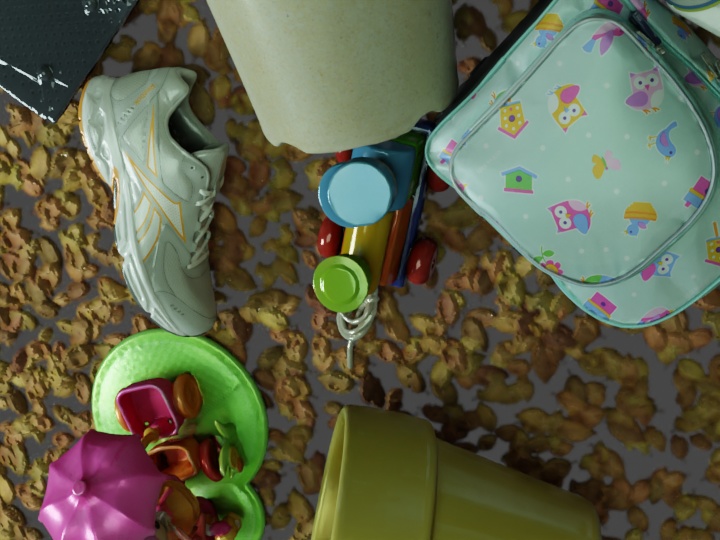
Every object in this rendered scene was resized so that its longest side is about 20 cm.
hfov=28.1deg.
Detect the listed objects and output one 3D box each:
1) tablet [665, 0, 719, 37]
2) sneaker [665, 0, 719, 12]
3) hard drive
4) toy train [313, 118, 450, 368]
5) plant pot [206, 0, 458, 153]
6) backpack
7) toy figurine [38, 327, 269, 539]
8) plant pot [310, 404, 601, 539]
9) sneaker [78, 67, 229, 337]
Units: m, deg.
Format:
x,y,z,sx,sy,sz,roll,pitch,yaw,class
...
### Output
x,y,z,sx,sy,sz,roll,pitch,yaw,class
0.298,-0.168,0.859,0.199,0.014,0.131,30,90,4,tablet
0.153,-0.244,0.844,0.074,0.082,0.200,-43,71,13,sneaker
-0.256,-0.217,1.022,0.200,0.042,0.135,41,115,0,hard drive
0.000,0.000,0.979,0.084,0.116,0.202,16,112,11,toy train
-0.019,-0.183,0.896,0.199,0.201,0.185,-6,119,19,plant pot
0.160,-0.068,0.891,0.200,0.153,0.176,41,110,-7,backpack
-0.157,0.168,1.050,0.149,0.184,0.202,-13,105,21,toy figurine
0.061,0.209,1.002,0.187,0.201,0.202,12,113,-4,plant pot
-0.129,-0.049,1.028,0.091,0.076,0.202,-13,106,16,sneaker
